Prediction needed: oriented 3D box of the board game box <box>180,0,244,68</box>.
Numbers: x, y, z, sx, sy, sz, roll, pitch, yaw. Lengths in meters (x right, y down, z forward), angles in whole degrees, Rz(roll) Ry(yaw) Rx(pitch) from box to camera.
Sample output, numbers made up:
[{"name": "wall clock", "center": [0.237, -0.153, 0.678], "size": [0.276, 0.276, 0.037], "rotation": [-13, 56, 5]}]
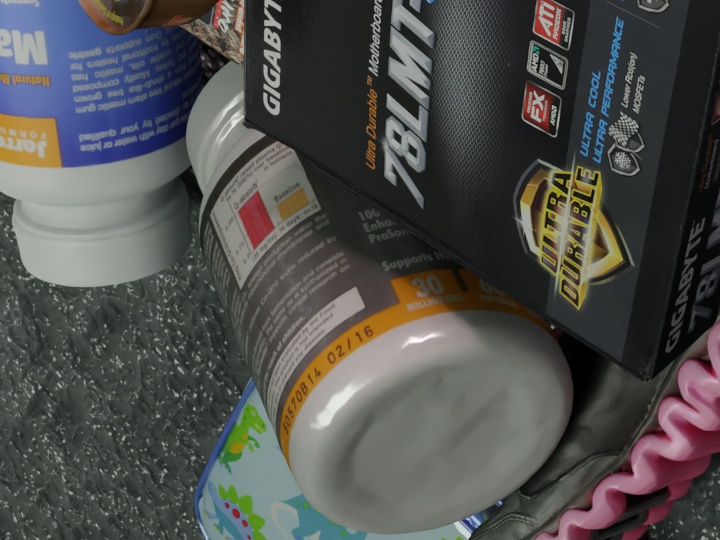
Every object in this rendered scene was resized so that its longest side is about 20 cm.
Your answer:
[{"name": "board game box", "center": [0.001, -0.156, 0.943], "size": [0.200, 0.097, 0.160], "rotation": [35, 134, 24]}]

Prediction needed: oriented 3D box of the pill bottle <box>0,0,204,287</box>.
[{"name": "pill bottle", "center": [-0.129, -0.098, 1.091], "size": [0.112, 0.112, 0.200], "rotation": [17, 123, 37]}]

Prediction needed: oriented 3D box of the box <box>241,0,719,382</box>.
[{"name": "box", "center": [0.045, -0.088, 0.809], "size": [0.198, 0.050, 0.200], "rotation": [32, 140, 26]}]

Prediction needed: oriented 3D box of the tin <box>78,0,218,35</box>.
[{"name": "tin", "center": [-0.085, -0.188, 0.876], "size": [0.112, 0.042, 0.200], "rotation": [2, 100, 60]}]

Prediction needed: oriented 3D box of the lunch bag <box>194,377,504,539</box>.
[{"name": "lunch bag", "center": [0.026, 0.123, 1.096], "size": [0.200, 0.082, 0.161], "rotation": [43, 137, 16]}]

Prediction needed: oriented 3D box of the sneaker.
[{"name": "sneaker", "center": [0.104, 0.046, 0.967], "size": [0.200, 0.079, 0.095], "rotation": [-49, 68, 24]}]

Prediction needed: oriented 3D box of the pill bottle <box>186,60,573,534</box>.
[{"name": "pill bottle", "center": [0.000, 0.000, 0.974], "size": [0.200, 0.116, 0.116], "rotation": [-115, 31, -41]}]
